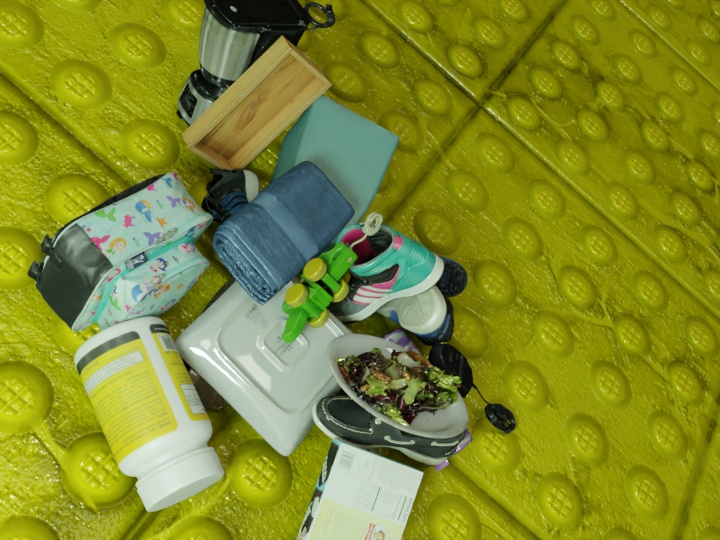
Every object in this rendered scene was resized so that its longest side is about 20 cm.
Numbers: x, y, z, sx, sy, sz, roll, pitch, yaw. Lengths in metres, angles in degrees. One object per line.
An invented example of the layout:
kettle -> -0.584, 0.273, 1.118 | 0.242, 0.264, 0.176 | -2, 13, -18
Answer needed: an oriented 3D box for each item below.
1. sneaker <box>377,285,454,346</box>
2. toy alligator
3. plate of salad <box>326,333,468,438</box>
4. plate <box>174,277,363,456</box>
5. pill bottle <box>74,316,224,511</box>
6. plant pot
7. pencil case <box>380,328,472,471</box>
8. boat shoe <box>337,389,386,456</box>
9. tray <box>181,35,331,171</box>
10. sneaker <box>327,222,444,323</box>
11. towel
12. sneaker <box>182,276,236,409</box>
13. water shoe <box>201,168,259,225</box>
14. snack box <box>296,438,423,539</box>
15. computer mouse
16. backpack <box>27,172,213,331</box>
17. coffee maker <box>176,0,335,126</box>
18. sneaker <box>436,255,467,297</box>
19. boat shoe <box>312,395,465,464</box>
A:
sneaker -> 0.100, 0.063, 1.290 | 0.111, 0.200, 0.077 | 26, 83, -21
toy alligator -> -0.046, 0.003, 1.157 | 0.200, 0.054, 0.059 | -54, 128, -12
plate of salad -> 0.052, 0.134, 1.141 | 0.200, 0.048, 0.200 | 24, 23, -11
plate -> -0.101, 0.096, 1.158 | 0.200, 0.032, 0.200 | 45, 55, -5
pill bottle -> -0.241, 0.165, 1.055 | 0.114, 0.114, 0.200 | -16, 70, -37
plant pot -> -0.055, -0.117, 1.337 | 0.141, 0.141, 0.200 | 26, 60, -15
pencil case -> 0.073, 0.174, 1.260 | 0.200, 0.084, 0.085 | 55, 13, 11
boat shoe -> 0.005, 0.228, 1.197 | 0.065, 0.072, 0.200 | 22, 46, -39
tray -> -0.146, -0.228, 1.290 | 0.099, 0.200, 0.037 | 32, 23, -50
sneaker -> 0.000, 0.000, 1.235 | 0.121, 0.200, 0.084 | 41, 41, -30
towel -> -0.099, -0.053, 1.179 | 0.112, 0.049, 0.200 | 52, 50, -8
sneaker -> -0.173, 0.090, 1.188 | 0.076, 0.070, 0.200 | 43, 52, -24
water shoe -> -0.181, -0.072, 1.258 | 0.079, 0.072, 0.200 | 8, 33, -14
snack box -> -0.012, 0.316, 1.094 | 0.116, 0.037, 0.201 | 24, 80, -17
computer mouse -> 0.159, 0.176, 1.326 | 0.200, 0.034, 0.059 | 46, 34, -25
backpack -> -0.271, -0.021, 1.111 | 0.151, 0.178, 0.200 | 45, 51, -1
coffee maker -> -0.155, -0.294, 1.329 | 0.192, 0.200, 0.135 | 10, 45, -16
sneaker -> 0.066, -0.007, 1.398 | 0.200, 0.078, 0.066 | 19, 89, -2
boat shoe -> 0.038, 0.191, 1.146 | 0.200, 0.060, 0.074 | 22, 42, -18
